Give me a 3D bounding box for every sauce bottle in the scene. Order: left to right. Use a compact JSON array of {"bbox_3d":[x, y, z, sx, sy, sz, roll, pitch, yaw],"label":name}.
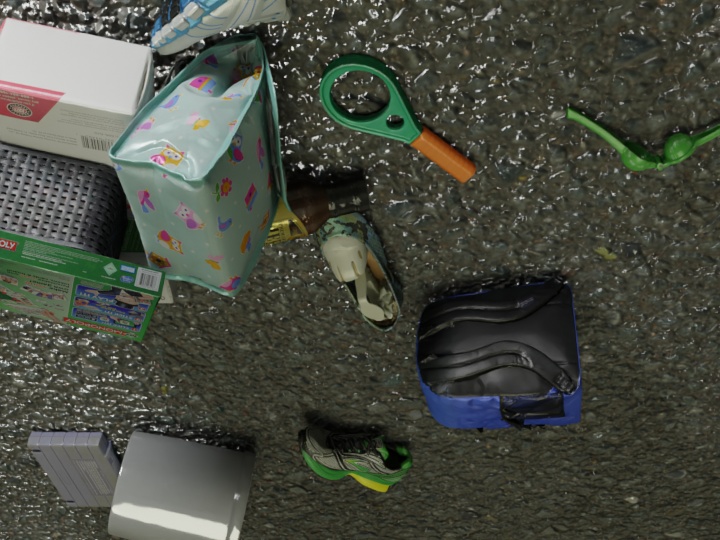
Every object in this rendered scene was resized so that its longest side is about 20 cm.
[{"bbox_3d":[-0.087,-0.064,1.000,0.195,0.065,0.065,-14,138,-4],"label":"sauce bottle"}]

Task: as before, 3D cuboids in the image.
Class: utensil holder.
[{"bbox_3d":[-0.276,0.350,1.420,0.196,0.172,0.171,14,138,-8],"label":"utensil holder"}]

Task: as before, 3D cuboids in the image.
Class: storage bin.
[{"bbox_3d":[-0.342,-0.049,0.915,0.195,0.096,0.136,12,154,-7],"label":"storage bin"}]

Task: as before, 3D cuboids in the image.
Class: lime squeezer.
[{"bbox_3d":[0.310,-0.139,0.938,0.195,0.038,0.072,-1,107,8],"label":"lime squeezer"}]

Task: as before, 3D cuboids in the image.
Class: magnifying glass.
[{"bbox_3d":[0.042,-0.152,0.950,0.198,0.023,0.079,31,132,-26],"label":"magnifying glass"}]

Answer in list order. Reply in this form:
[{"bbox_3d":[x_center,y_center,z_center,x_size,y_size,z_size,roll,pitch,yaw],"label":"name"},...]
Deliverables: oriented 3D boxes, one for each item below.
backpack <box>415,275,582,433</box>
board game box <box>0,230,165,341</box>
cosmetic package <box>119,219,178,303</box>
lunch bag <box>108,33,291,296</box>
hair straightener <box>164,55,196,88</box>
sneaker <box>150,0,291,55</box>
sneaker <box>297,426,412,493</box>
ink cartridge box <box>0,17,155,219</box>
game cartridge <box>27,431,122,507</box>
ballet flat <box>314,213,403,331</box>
[{"bbox_3d":[0.169,0.124,1.135,0.195,0.165,0.169,-4,141,9],"label":"backpack"},{"bbox_3d":[-0.299,0.014,0.891,0.196,0.030,0.135,15,154,-16],"label":"board game box"},{"bbox_3d":[-0.308,-0.027,1.056,0.195,0.109,0.086,1,139,3],"label":"cosmetic package"},{"bbox_3d":[-0.134,-0.108,0.888,0.119,0.202,0.172,15,142,16],"label":"lunch bag"},{"bbox_3d":[-0.182,-0.133,0.949,0.040,0.078,0.202,10,138,-3],"label":"hair straightener"},{"bbox_3d":[-0.110,-0.244,0.830,0.198,0.076,0.086,-26,139,32],"label":"sneaker"},{"bbox_3d":[-0.008,0.271,1.389,0.197,0.079,0.085,20,130,-29],"label":"sneaker"},{"bbox_3d":[-0.279,-0.142,0.911,0.142,0.086,0.201,10,152,-6],"label":"ink cartridge box"},{"bbox_3d":[-0.457,0.332,1.519,0.126,0.039,0.202,-4,137,4],"label":"game cartridge"},{"bbox_3d":[0.000,0.000,1.085,0.073,0.075,0.201,-17,133,23],"label":"ballet flat"}]
